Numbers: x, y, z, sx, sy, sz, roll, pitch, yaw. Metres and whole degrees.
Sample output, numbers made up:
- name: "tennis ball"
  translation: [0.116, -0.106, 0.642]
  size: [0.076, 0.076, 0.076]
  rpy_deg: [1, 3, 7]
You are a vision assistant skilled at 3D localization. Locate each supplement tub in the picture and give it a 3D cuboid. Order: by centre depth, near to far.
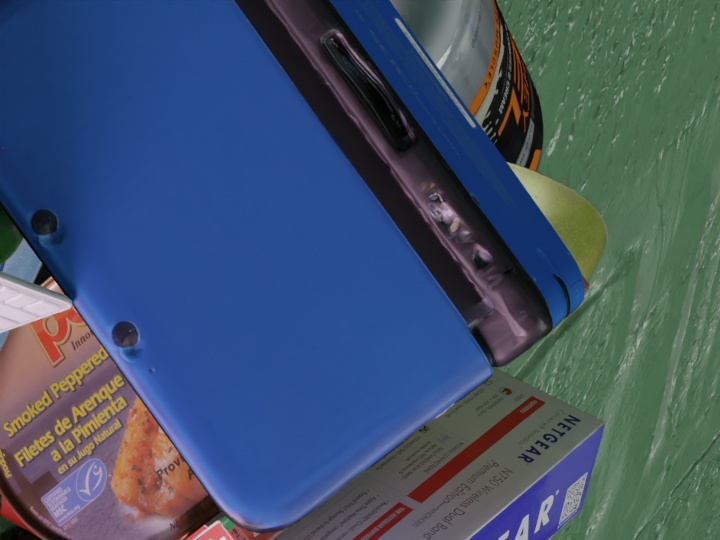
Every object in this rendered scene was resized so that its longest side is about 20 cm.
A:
- name: "supplement tub"
  translation: [0.007, -0.073, 1.185]
  size: [0.123, 0.122, 0.200]
  rpy_deg: [-59, 158, -10]

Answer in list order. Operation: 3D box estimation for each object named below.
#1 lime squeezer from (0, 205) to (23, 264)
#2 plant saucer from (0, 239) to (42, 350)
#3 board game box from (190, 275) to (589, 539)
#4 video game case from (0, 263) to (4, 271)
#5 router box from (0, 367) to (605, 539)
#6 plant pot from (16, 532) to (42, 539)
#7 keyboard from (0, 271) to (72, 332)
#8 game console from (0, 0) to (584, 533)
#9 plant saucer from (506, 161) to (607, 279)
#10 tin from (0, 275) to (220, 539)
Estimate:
- name: "lime squeezer"
  translation: [-0.151, -0.018, 0.949]
  size: [0.070, 0.038, 0.200]
  rpy_deg: [-30, 151, 2]
- name: "plant saucer"
  translation: [-0.143, -0.001, 1.068]
  size: [0.201, 0.019, 0.070]
  rpy_deg: [-64, 158, 2]
- name: "board game box"
  translation: [-0.003, 0.066, 1.082]
  size: [0.200, 0.019, 0.103]
  rpy_deg: [-36, 176, -38]
- name: "video game case"
  translation: [-0.172, -0.033, 0.943]
  size: [0.200, 0.018, 0.144]
  rpy_deg: [-7, 120, -59]
- name: "router box"
  translation: [-0.021, 0.083, 1.218]
  size: [0.200, 0.179, 0.049]
  rpy_deg: [-32, 142, -51]
- name: "plant pot"
  translation: [-0.077, 0.212, 1.235]
  size: [0.200, 0.195, 0.195]
  rpy_deg: [-43, 151, -55]
- name: "keyboard"
  translation: [-0.174, -0.009, 0.868]
  size: [0.200, 0.056, 0.011]
  rpy_deg: [24, 61, -49]
- name: "game console"
  translation: [-0.031, -0.031, 0.999]
  size: [0.118, 0.200, 0.171]
  rpy_deg: [-36, 178, 13]
- name: "plant saucer"
  translation: [0.000, 0.000, 1.162]
  size: [0.200, 0.199, 0.031]
  rpy_deg: [56, 34, -65]
- name: "tin"
  translation: [-0.065, 0.031, 1.091]
  size: [0.200, 0.112, 0.042]
  rpy_deg: [-38, 178, 30]
